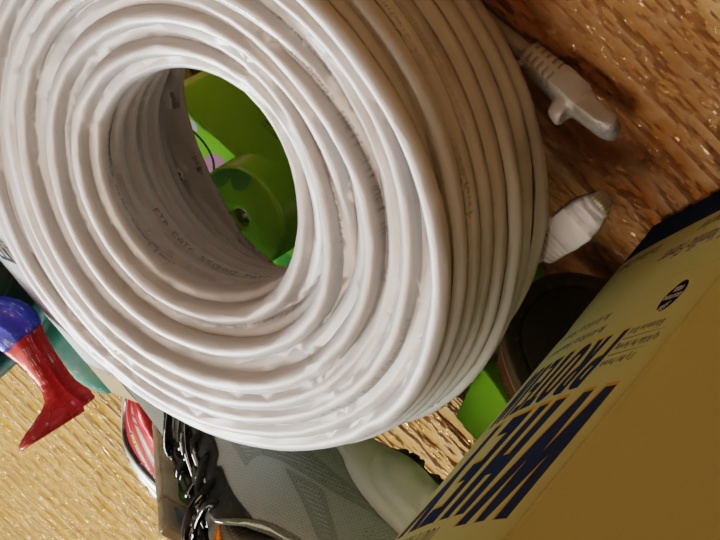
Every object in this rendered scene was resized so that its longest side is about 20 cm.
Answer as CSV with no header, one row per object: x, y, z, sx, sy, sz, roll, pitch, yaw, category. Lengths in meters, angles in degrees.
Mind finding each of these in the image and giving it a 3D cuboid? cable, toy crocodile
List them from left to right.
-0.036,-0.034,0.768,0.200,0.069,0.200,44,132,8,cable
0.000,0.000,0.854,0.200,0.067,0.062,40,130,11,toy crocodile

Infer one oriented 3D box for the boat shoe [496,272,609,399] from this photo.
0.123,0.083,0.812,0.200,0.072,0.068,41,160,5,boat shoe

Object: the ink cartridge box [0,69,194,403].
-0.098,-0.018,1.032,0.164,0.075,0.200,15,148,52,ink cartridge box

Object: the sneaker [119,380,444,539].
-0.038,0.072,0.853,0.200,0.079,0.074,42,139,37,sneaker

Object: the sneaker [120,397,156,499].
-0.053,0.124,1.259,0.199,0.077,0.085,37,156,15,sneaker

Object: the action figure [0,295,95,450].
-0.215,0.002,1.074,0.201,0.099,0.065,58,-179,-3,action figure

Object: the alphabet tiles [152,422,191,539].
0.004,0.124,0.960,0.199,0.008,0.167,29,-172,-11,alphabet tiles

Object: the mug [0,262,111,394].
-0.213,0.002,1.166,0.186,0.151,0.114,62,175,-5,mug

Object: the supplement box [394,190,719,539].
0.119,0.110,0.679,0.200,0.200,0.134,43,161,-4,supplement box
